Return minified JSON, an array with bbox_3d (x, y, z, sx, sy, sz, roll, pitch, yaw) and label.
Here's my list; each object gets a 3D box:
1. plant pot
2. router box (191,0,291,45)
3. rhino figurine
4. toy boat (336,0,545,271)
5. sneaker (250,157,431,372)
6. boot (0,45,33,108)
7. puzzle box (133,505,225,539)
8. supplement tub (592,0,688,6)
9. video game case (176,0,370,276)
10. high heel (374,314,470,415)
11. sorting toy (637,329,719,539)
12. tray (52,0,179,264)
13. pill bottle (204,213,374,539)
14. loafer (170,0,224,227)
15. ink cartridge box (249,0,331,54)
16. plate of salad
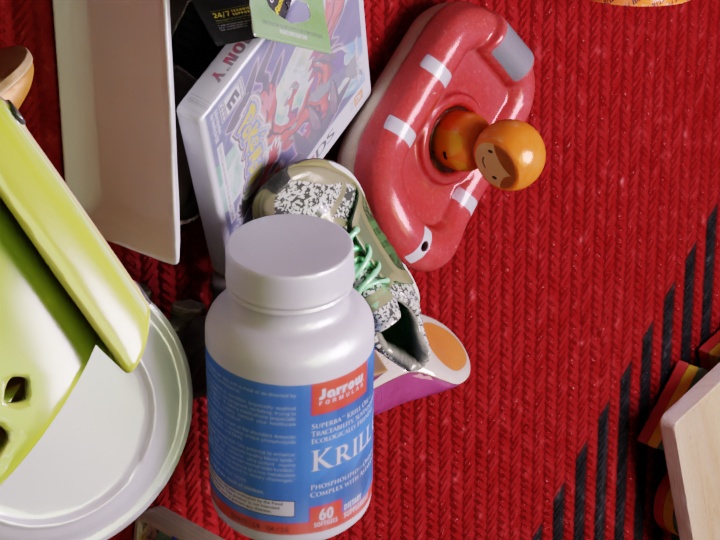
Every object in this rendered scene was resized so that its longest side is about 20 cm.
[{"bbox_3d":[-0.234,0.005,1.081,0.181,0.200,0.199,-36,110,-9],"label":"plant pot"},{"bbox_3d":[-0.077,-0.259,1.253,0.200,0.051,0.149,-76,148,-41],"label":"router box"},{"bbox_3d":[-0.092,0.049,1.416,0.200,0.060,0.088,-6,118,-48],"label":"rhino figurine"},{"bbox_3d":[0.077,-0.091,1.487,0.130,0.131,0.200,42,74,-46],"label":"toy boat"},{"bbox_3d":[0.000,0.000,1.393,0.077,0.089,0.200,-41,134,0],"label":"sneaker"},{"bbox_3d":[-0.233,-0.021,1.218,0.201,0.071,0.144,-46,122,-8],"label":"boot"},{"bbox_3d":[-0.115,0.280,1.425,0.025,0.133,0.201,-9,111,-44],"label":"puzzle box"},{"bbox_3d":[0.213,-0.308,1.553,0.122,0.122,0.201,-17,116,-42],"label":"supplement tub"},{"bbox_3d":[-0.051,-0.113,1.354,0.182,0.023,0.200,-55,161,-23],"label":"video game case"},{"bbox_3d":[0.009,0.087,1.556,0.096,0.067,0.200,-37,169,27],"label":"high heel"},{"bbox_3d":[0.338,0.154,1.902,0.199,0.070,0.200,-37,129,-31],"label":"sorting toy"},{"bbox_3d":[-0.146,-0.110,1.262,0.022,0.107,0.201,-23,121,-43],"label":"tray"},{"bbox_3d":[-0.046,0.070,1.340,0.112,0.112,0.200,-27,131,-37],"label":"pill bottle"},{"bbox_3d":[-0.118,-0.116,1.315,0.073,0.071,0.201,-16,116,-42],"label":"loafer"},{"bbox_3d":[-0.029,-0.237,1.212,0.104,0.059,0.201,1,81,-66],"label":"ink cartridge box"},{"bbox_3d":[-0.205,0.091,1.315,0.200,0.048,0.201,-7,109,-22],"label":"plate of salad"}]
